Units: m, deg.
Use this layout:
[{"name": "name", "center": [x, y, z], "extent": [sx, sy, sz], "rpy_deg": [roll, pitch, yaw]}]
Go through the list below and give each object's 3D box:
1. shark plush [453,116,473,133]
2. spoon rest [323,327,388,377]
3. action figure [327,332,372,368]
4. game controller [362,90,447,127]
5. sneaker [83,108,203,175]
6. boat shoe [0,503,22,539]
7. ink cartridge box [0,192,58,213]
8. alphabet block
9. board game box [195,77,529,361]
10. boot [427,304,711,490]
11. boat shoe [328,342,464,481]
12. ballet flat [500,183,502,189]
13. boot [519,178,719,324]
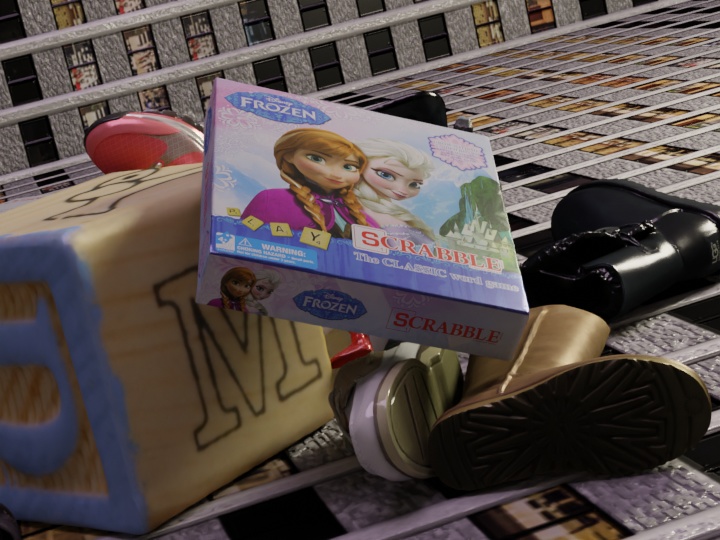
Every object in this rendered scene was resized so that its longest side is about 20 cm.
[{"name": "shark plush", "center": [0.062, -0.025, 1.178], "extent": [0.090, 0.201, 0.083], "rpy_deg": [-27, 47, -13]}, {"name": "spoon rest", "center": [0.000, 0.000, 1.198], "extent": [0.099, 0.202, 0.061], "rpy_deg": [19, -15, 31]}, {"name": "action figure", "center": [-0.034, -0.011, 1.143], "extent": [0.051, 0.202, 0.065], "rpy_deg": [-22, -31, 10]}, {"name": "game controller", "center": [-0.022, -0.090, 1.250], "extent": [0.198, 0.042, 0.105], "rpy_deg": [-20, -31, -2]}, {"name": "sneaker", "center": [-0.123, -0.049, 1.168], "extent": [0.074, 0.199, 0.087], "rpy_deg": [-47, 18, 37]}, {"name": "boat shoe", "center": [-0.295, 0.179, 0.899], "extent": [0.198, 0.068, 0.057], "rpy_deg": [-16, 7, -26]}, {"name": "ink cartridge box", "center": [-0.292, 0.030, 1.243], "extent": [0.144, 0.146, 0.199], "rpy_deg": [-4, 16, 40]}, {"name": "alphabet block", "center": [-0.161, 0.044, 1.049], "extent": [0.194, 0.199, 0.199], "rpy_deg": [-1, 17, 41]}, {"name": "board game box", "center": [-0.003, -0.037, 0.975], "extent": [0.198, 0.041, 0.200], "rpy_deg": [11, 35, -13]}, {"name": "boot", "center": [0.134, 0.063, 0.956], "extent": [0.173, 0.067, 0.200], "rpy_deg": [-9, 12, 18]}, {"name": "boat shoe", "center": [0.018, 0.090, 0.962], "extent": [0.068, 0.076, 0.200], "rpy_deg": [-14, 3, 14]}, {"name": "ballet flat", "center": [0.032, -0.062, 1.379], "extent": [0.198, 0.068, 0.064], "rpy_deg": [-11, 6, 13]}, {"name": "boot", "center": [0.180, -0.015, 1.219], "extent": [0.167, 0.077, 0.199], "rpy_deg": [-17, 18, -35]}]
